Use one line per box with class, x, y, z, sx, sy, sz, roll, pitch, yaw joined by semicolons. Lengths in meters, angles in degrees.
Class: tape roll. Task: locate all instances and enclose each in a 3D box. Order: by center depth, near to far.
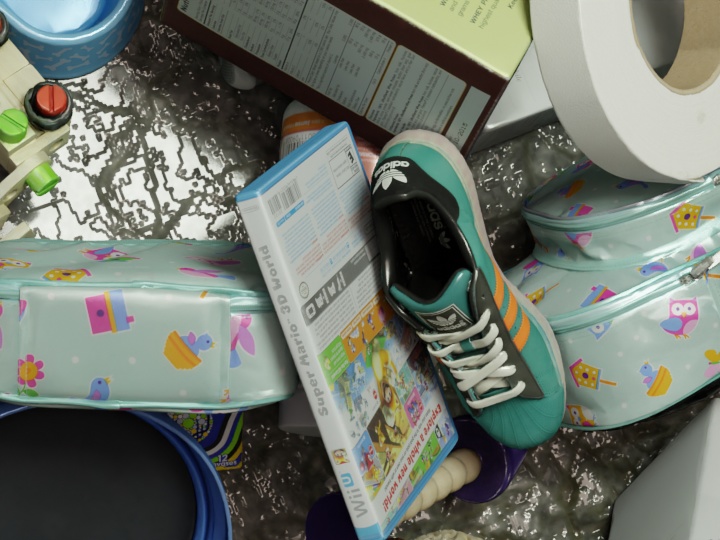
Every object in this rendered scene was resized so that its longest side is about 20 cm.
tape roll;0.168;-0.150;1.244;0.202;0.037;0.204;-2;93;-48

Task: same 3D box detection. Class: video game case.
video game case;-0.004;0.031;1.220;0.018;0.143;0.201;-15;103;23

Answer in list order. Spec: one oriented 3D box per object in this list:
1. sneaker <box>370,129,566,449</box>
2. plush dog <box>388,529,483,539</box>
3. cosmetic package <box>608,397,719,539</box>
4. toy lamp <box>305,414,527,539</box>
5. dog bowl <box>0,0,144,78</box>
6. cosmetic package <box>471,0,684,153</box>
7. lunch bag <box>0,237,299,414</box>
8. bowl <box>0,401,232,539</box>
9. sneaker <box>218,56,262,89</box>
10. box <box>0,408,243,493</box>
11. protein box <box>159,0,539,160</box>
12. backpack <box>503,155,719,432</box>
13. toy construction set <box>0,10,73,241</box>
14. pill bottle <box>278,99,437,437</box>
sneaker;0.054;0.024;1.245;0.071;0.080;0.201;-20;108;24
plush dog;0.056;0.241;1.314;0.160;0.199;0.173;-3;94;-47
cosmetic package;0.250;0.219;1.325;0.199;0.123;0.200;32;36;-8
toy lamp;0.040;0.127;1.317;0.200;0.058;0.058;-19;86;-57
dog bowl;-0.219;-0.207;1.356;0.200;0.050;0.112;41;76;-5
cosmetic package;0.136;-0.160;1.418;0.199;0.081;0.113;-23;86;-14
lunch bag;-0.132;0.024;1.241;0.199;0.160;0.078;3;102;-3
bowl;-0.174;0.154;1.276;0.199;0.039;0.202;-6;117;-13
sneaker;-0.036;-0.205;1.385;0.082;0.075;0.201;18;78;-9
box;-0.172;0.083;1.306;0.199;0.070;0.065;-6;121;-13
protein box;0.022;-0.198;1.280;0.199;0.135;0.199;30;62;1
backpack;0.175;0.005;1.348;0.200;0.176;0.154;-36;109;-14
toy construction set;-0.249;-0.087;1.310;0.131;0.092;0.200;-37;95;-23
pill bottle;0.000;0.000;1.348;0.112;0.112;0.201;6;81;-12
